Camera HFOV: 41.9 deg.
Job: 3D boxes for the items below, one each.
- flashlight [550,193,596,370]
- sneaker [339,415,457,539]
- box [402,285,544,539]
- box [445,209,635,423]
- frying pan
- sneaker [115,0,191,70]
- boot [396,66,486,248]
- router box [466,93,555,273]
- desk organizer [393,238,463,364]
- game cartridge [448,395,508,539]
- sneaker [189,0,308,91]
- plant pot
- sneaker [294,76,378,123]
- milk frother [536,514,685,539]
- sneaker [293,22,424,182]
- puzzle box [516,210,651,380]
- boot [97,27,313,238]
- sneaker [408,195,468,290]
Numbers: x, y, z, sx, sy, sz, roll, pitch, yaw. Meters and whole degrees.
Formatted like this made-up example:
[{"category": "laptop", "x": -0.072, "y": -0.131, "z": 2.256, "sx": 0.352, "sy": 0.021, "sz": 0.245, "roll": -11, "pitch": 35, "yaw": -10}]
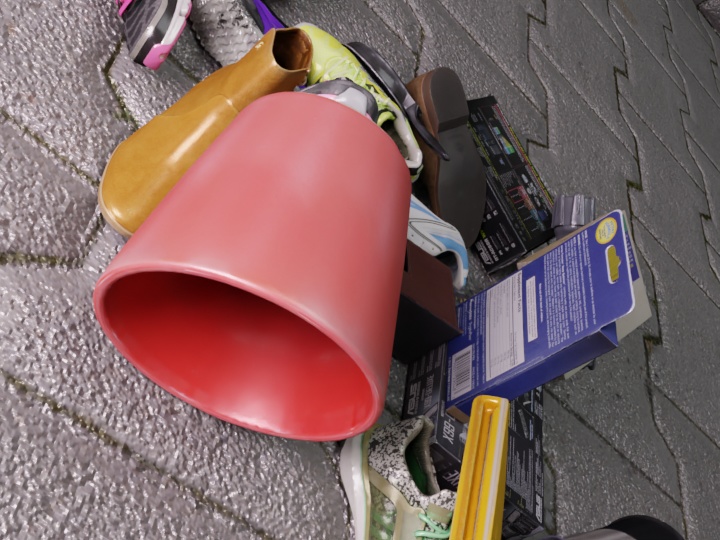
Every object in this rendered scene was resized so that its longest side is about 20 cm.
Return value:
[{"category": "flashlight", "x": 0.247, "y": 0.013, "z": 1.100, "sx": 0.067, "sy": 0.067, "sz": 0.203, "roll": 9, "pitch": 83, "yaw": -44}, {"category": "sneaker", "x": 0.043, "y": 0.203, "z": 0.731, "sx": 0.076, "sy": 0.088, "sz": 0.202, "roll": 12, "pitch": 55, "yaw": -47}, {"category": "box", "x": 0.114, "y": 0.135, "z": 0.911, "sx": 0.157, "sy": 0.050, "sz": 0.201, "roll": 40, "pitch": 38, "yaw": -26}, {"category": "box", "x": 0.156, "y": 0.041, "z": 0.815, "sx": 0.032, "sy": 0.199, "sz": 0.122, "roll": 35, "pitch": 40, "yaw": -25}, {"category": "frying pan", "x": 0.034, "y": -0.191, "z": 0.992, "sx": 0.115, "sy": 0.031, "sz": 0.190, "roll": 51, "pitch": -2, "yaw": -32}, {"category": "sneaker", "x": -0.197, "y": -0.257, "z": 0.793, "sx": 0.087, "sy": 0.074, "sz": 0.202, "roll": 15, "pitch": 53, "yaw": -38}, {"category": "boot", "x": 0.089, "y": -0.122, "z": 1.066, "sx": 0.073, "sy": 0.075, "sz": 0.203, "roll": -12, "pitch": 94, "yaw": -39}, {"category": "router box", "x": 0.159, "y": -0.110, "z": 1.146, "sx": 0.149, "sy": 0.062, "sz": 0.202, "roll": -23, "pitch": 83, "yaw": -56}, {"category": "desk organizer", "x": 0.000, "y": 0.000, "z": 0.850, "sx": 0.199, "sy": 0.071, "sz": 0.078, "roll": 33, "pitch": 39, "yaw": -34}, {"category": "game cartridge", "x": 0.089, "y": 0.229, "z": 0.725, "sx": 0.177, "sy": 0.032, "sz": 0.202, "roll": -70, "pitch": 163, "yaw": -50}, {"category": "sneaker", "x": -0.074, "y": -0.182, "z": 0.894, "sx": 0.099, "sy": 0.069, "sz": 0.202, "roll": -21, "pitch": 82, "yaw": -58}, {"category": "plant pot", "x": -0.054, "y": -0.009, "z": 0.645, "sx": 0.200, "sy": 0.199, "sz": 0.179, "roll": 40, "pitch": 52, "yaw": -26}, {"category": "sneaker", "x": -0.028, "y": -0.122, "z": 0.744, "sx": 0.079, "sy": 0.200, "sz": 0.096, "roll": 32, "pitch": 74, "yaw": -13}, {"category": "milk frother", "x": 0.264, "y": 0.311, "z": 0.841, "sx": 0.187, "sy": 0.199, "sz": 0.183, "roll": 6, "pitch": 63, "yaw": -49}, {"category": "sneaker", "x": 0.001, "y": -0.173, "z": 0.960, "sx": 0.075, "sy": 0.076, "sz": 0.200, "roll": -45, "pitch": 102, "yaw": -21}, {"category": "puzzle box", "x": 0.255, "y": 0.024, "z": 1.049, "sx": 0.199, "sy": 0.025, "sz": 0.135, "roll": -24, "pitch": 100, "yaw": -42}, {"category": "boot", "x": -0.113, "y": -0.117, "z": 0.726, "sx": 0.071, "sy": 0.143, "sz": 0.202, "roll": 46, "pitch": 36, "yaw": -16}, {"category": "sneaker", "x": 0.039, "y": -0.035, "z": 0.923, "sx": 0.199, "sy": 0.072, "sz": 0.073, "roll": 26, "pitch": 35, "yaw": -39}]
